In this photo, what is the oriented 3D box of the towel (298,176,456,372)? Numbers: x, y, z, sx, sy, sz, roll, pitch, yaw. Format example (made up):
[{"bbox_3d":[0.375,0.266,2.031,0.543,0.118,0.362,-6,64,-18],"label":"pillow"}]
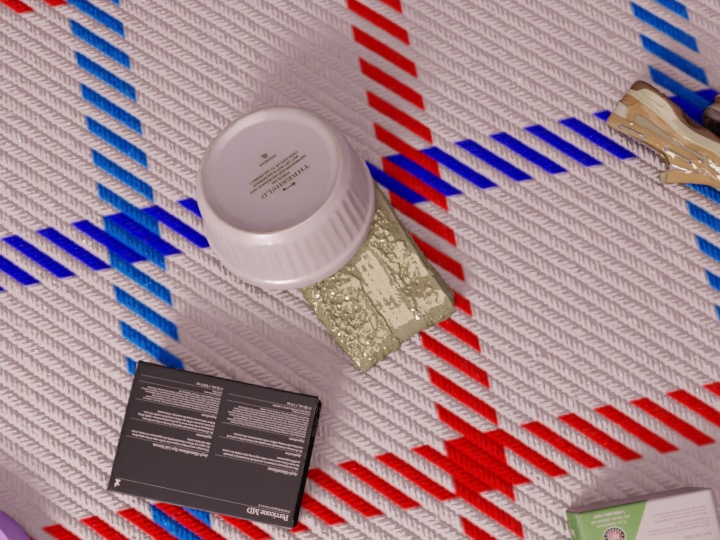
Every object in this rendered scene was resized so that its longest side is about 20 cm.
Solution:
[{"bbox_3d":[0.000,0.000,1.171,0.148,0.036,0.200,-33,80,-4],"label":"towel"}]

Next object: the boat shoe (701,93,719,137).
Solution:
[{"bbox_3d":[0.488,-0.149,1.171,0.200,0.076,0.072,32,79,5],"label":"boat shoe"}]

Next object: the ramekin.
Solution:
[{"bbox_3d":[-0.088,-0.089,1.137,0.202,0.094,0.203,-4,65,9],"label":"ramekin"}]

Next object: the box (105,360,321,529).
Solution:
[{"bbox_3d":[-0.153,0.188,1.118,0.199,0.079,0.142,11,77,3],"label":"box"}]

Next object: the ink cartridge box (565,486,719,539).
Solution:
[{"bbox_3d":[0.307,0.336,1.075,0.146,0.084,0.201,-10,79,0],"label":"ink cartridge box"}]

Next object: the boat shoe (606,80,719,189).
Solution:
[{"bbox_3d":[0.368,-0.126,1.179,0.200,0.072,0.076,42,97,16],"label":"boat shoe"}]

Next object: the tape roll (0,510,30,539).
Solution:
[{"bbox_3d":[-0.443,0.346,1.101,0.199,0.066,0.201,0,79,0],"label":"tape roll"}]
